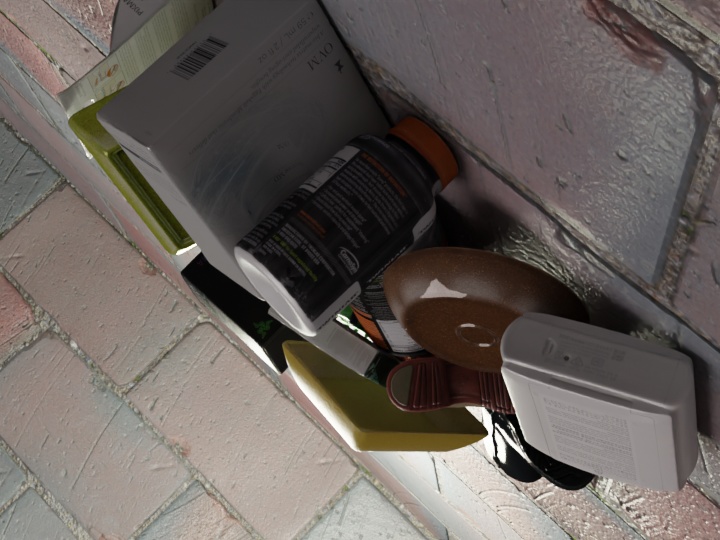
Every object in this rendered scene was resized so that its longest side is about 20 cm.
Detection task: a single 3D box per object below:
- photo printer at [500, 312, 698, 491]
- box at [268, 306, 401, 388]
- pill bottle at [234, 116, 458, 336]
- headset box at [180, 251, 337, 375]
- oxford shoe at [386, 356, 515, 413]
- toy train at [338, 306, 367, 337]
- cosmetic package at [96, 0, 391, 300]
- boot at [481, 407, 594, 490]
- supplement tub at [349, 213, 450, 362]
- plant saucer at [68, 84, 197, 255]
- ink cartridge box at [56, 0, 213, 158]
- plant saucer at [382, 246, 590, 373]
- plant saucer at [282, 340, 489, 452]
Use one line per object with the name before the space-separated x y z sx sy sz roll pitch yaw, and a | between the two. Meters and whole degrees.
photo printer | 0.217 0.124 1.081 0.165 0.070 0.200 15 154 26
box | -0.002 0.092 1.368 0.144 0.037 0.200 32 179 30
pill bottle | -0.006 -0.046 1.066 0.106 0.200 0.106 44 167 13
headset box | -0.119 0.020 1.707 0.200 0.174 0.093 40 167 30
oxford shoe | 0.129 0.110 1.265 0.198 0.071 0.075 0 179 9
toy train | 0.010 0.060 1.475 0.056 0.042 0.200 26 178 -27
cosmetic package | -0.093 -0.121 1.120 0.123 0.199 0.200 31 161 50
boot | 0.208 0.206 1.432 0.200 0.076 0.169 46 166 34
supplement tub | 0.042 0.008 1.258 0.122 0.123 0.200 37 165 36
plant saucer | -0.161 -0.110 1.226 0.200 0.199 0.048 56 -165 -36
ink cartridge box | -0.236 -0.224 1.263 0.050 0.200 0.162 45 167 12
plant saucer | 0.112 0.047 1.131 0.199 0.037 0.201 14 153 7
plant saucer | 0.022 0.158 1.452 0.199 0.049 0.200 7 -156 -36
